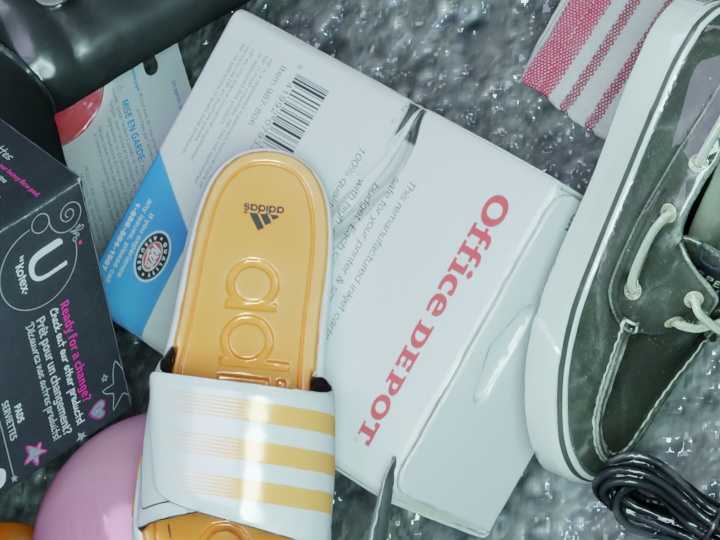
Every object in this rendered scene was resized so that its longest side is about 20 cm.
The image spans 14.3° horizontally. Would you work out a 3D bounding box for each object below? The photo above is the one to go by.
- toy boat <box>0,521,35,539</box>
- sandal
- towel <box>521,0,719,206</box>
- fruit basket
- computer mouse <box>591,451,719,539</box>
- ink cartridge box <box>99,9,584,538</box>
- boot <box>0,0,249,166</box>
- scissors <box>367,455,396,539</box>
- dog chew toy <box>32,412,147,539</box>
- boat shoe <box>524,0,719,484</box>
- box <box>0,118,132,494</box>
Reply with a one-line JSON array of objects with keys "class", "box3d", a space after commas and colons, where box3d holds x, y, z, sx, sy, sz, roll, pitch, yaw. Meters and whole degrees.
[{"class": "toy boat", "box3d": [-0.196, 0.131, 1.284, 0.130, 0.131, 0.201, 3, 92, -5]}, {"class": "sandal", "box3d": [-0.048, 0.042, 1.113, 0.079, 0.059, 0.208, 2, 71, -1]}, {"class": "towel", "box3d": [0.170, -0.093, 1.156, 0.200, 0.030, 0.147, 36, 95, 36]}, {"class": "fruit basket", "box3d": [-0.170, -0.063, 1.362, 0.199, 0.094, 0.186, -24, 60, 8]}, {"class": "computer mouse", "box3d": [0.182, 0.032, 1.071, 0.109, 0.044, 0.201, 33, 93, 12]}, {"class": "ink cartridge box", "box3d": [0.000, 0.000, 1.204, 0.200, 0.084, 0.145, 31, 93, 39]}, {"class": "boot", "box3d": [-0.106, -0.096, 1.287, 0.199, 0.066, 0.165, -32, 66, -23]}, {"class": "scissors", "box3d": [-0.003, 0.176, 1.114, 0.014, 0.073, 0.201, 7, 72, 57]}, {"class": "dog chew toy", "box3d": [-0.075, 0.157, 1.158, 0.124, 0.124, 0.201, -23, 46, 27]}, {"class": "boat shoe", "box3d": [0.120, -0.004, 1.106, 0.064, 0.070, 0.201, 29, 110, 39]}, {"class": "box", "box3d": [-0.203, -0.007, 1.192, 0.114, 0.133, 0.200, -33, 47, -25]}]
